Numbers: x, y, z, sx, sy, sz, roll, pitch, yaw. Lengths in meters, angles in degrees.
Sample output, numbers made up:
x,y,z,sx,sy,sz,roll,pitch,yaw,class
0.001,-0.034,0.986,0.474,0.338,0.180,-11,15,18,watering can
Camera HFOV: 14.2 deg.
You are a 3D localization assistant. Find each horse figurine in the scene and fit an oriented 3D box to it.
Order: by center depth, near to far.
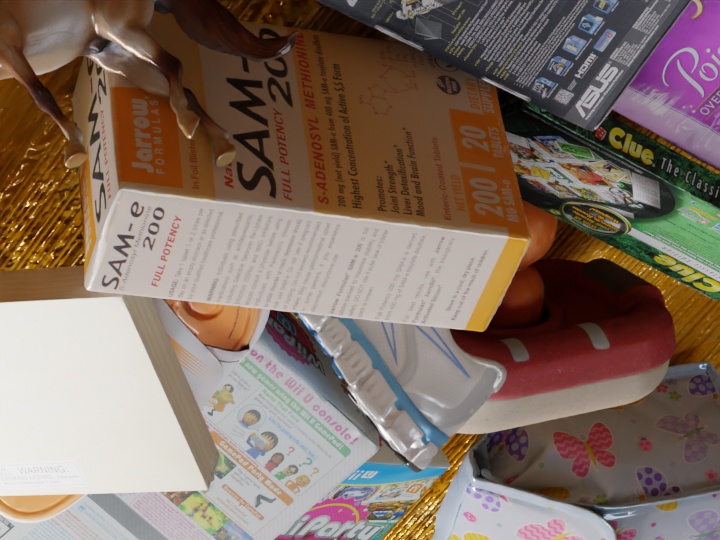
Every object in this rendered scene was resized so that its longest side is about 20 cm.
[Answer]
x,y,z,sx,sy,sz,roll,pitch,yaw,class
-0.130,-0.098,1.282,0.200,0.133,0.050,-13,150,-36,horse figurine

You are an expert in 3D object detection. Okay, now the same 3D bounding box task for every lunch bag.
x,y,z,sx,sy,sz,roll,pitch,yaw,class
0.142,0.164,1.872,0.200,0.127,0.170,-6,141,-22,lunch bag

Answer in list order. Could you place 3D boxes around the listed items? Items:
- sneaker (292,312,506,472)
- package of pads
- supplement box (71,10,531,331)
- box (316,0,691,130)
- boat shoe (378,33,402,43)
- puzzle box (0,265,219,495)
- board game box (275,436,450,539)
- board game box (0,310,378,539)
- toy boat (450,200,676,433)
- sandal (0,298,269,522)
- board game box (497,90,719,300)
x,y,z,sx,sy,sz,roll,pitch,yaw,class
0.000,0.000,1.483,0.087,0.200,0.075,-37,-174,-4,sneaker
0.215,-0.109,1.511,0.200,0.076,0.121,28,122,-24,package of pads
-0.031,-0.049,1.370,0.200,0.126,0.074,6,137,-18,supplement box
0.092,-0.175,1.342,0.161,0.049,0.200,22,127,-17,box
0.016,-0.049,1.515,0.072,0.065,0.200,-6,142,-32,boat shoe
-0.181,0.056,1.416,0.200,0.025,0.133,-3,132,20,puzzle box
-0.066,0.153,1.748,0.147,0.064,0.200,8,132,-45,board game box
-0.111,0.095,1.549,0.200,0.064,0.148,-40,111,18,board game box
0.080,0.010,1.629,0.200,0.130,0.131,-10,114,-29,toy boat
-0.119,0.065,1.457,0.079,0.059,0.207,36,111,-15,sandal
0.144,-0.041,1.543,0.200,0.023,0.105,27,156,-23,board game box
